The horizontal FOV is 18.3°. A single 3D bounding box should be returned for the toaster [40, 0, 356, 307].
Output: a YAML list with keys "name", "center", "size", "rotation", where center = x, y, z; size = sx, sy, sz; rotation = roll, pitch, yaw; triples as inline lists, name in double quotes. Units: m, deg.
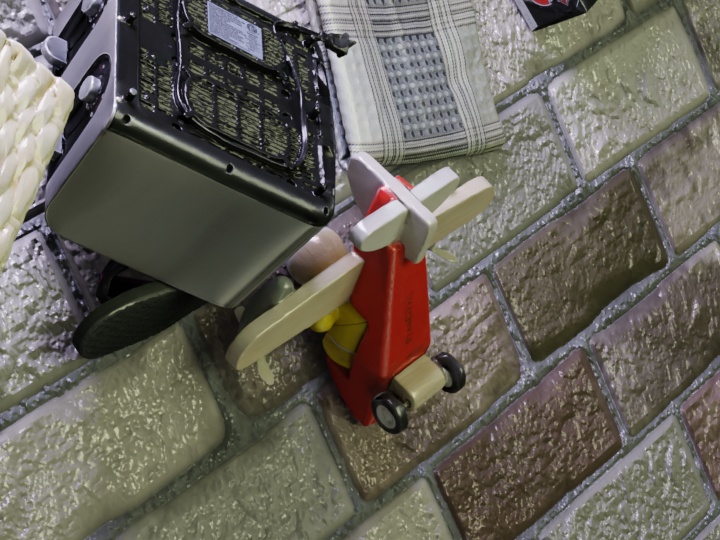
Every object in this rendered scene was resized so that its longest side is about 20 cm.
- name: "toaster"
  center: [-0.107, -0.095, 1.443]
  size: [0.199, 0.119, 0.182]
  rotation: [24, 41, -29]

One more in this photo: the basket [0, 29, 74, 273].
- name: "basket"
  center: [-0.294, -0.066, 1.260]
  size: [0.198, 0.160, 0.201]
  rotation: [41, 51, -30]

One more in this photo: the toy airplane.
- name: "toy airplane"
  center: [0.000, 0.000, 1.565]
  size: [0.200, 0.141, 0.200]
  rotation: [25, 93, -54]

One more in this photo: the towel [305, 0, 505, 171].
- name: "towel"
  center: [0.034, -0.182, 1.727]
  size: [0.192, 0.034, 0.201]
  rotation: [-10, 86, -47]

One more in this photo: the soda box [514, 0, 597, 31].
- name: "soda box"
  center: [0.196, -0.285, 1.904]
  size: [0.071, 0.063, 0.200]
  rotation: [58, 45, -17]

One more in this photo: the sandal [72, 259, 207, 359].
- name: "sandal"
  center: [-0.133, 0.006, 1.487]
  size: [0.048, 0.075, 0.200]
  rotation: [49, 35, 9]
